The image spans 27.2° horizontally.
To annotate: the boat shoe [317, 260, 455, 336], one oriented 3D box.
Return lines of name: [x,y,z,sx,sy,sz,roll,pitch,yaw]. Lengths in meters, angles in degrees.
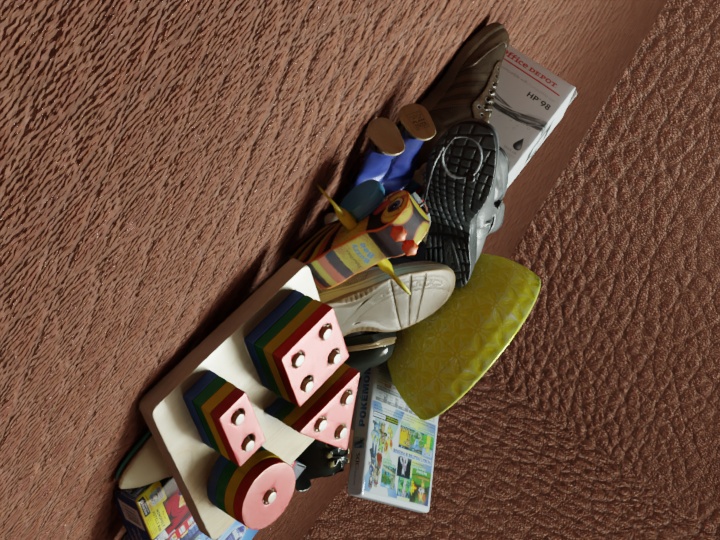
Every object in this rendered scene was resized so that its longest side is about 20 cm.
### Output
boat shoe: [-0.003,0.021,1.458,0.199,0.065,0.071,-13,131,-23]

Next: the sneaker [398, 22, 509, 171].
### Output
sneaker: [0.111,-0.173,1.567,0.200,0.075,0.070,-51,171,-21]

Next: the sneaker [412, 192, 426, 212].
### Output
sneaker: [0.000,0.000,1.659,0.115,0.080,0.200,-44,160,-37]

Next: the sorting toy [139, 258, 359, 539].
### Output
sorting toy: [-0.080,0.130,1.352,0.200,0.070,0.199,-44,141,-25]

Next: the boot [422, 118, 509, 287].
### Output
boot: [0.113,-0.093,1.493,0.132,0.070,0.200,-55,163,-45]

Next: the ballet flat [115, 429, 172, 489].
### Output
ballet flat: [-0.144,0.137,1.390,0.200,0.069,0.070,-51,171,-22]

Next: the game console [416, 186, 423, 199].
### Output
game console: [0.064,-0.093,1.808,0.200,0.031,0.177,-56,176,11]

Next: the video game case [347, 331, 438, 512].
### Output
video game case: [0.042,0.172,1.673,0.200,0.022,0.183,31,63,-63]

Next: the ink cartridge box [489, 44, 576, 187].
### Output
ink cartridge box: [0.155,-0.179,1.655,0.200,0.116,0.067,-52,170,-25]

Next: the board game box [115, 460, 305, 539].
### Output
board game box: [-0.150,0.218,1.505,0.200,0.062,0.200,-43,140,-31]

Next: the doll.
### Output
doll: [0.019,-0.082,1.473,0.136,0.049,0.200,-27,160,-30]

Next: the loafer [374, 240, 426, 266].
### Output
loafer: [-0.020,0.027,1.528,0.200,0.072,0.063,-31,170,-8]

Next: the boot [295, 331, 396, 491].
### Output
boot: [-0.018,0.145,1.560,0.077,0.139,0.200,-8,168,-38]

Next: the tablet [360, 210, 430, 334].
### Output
tablet: [0.066,-0.020,1.654,0.200,0.014,0.130,-45,159,-43]

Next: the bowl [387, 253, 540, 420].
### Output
bowl: [0.087,0.049,1.579,0.200,0.108,0.200,-49,-173,8]

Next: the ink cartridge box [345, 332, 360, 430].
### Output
ink cartridge box: [0.006,0.097,1.805,0.083,0.146,0.200,-60,169,29]

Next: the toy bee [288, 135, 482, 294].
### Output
toy bee: [0.015,-0.042,1.358,0.200,0.131,0.109,-54,-165,25]
